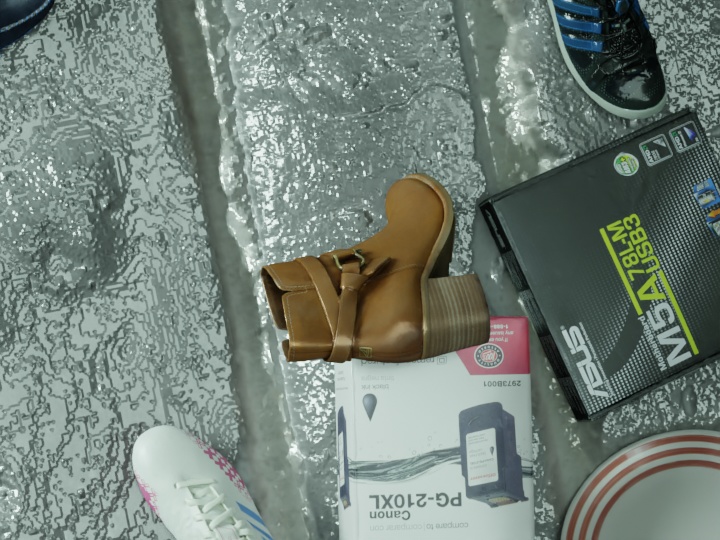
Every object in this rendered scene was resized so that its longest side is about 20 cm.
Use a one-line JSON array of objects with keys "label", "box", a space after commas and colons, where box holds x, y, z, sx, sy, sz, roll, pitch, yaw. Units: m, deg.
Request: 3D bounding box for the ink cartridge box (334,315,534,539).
[{"label": "ink cartridge box", "box": [0.057, 0.138, 1.352, 0.144, 0.084, 0.200, -1, 85, -9]}]

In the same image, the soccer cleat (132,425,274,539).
[{"label": "soccer cleat", "box": [-0.101, 0.201, 1.318, 0.070, 0.086, 0.200, -36, 92, -11]}]

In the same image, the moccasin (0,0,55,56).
[{"label": "moccasin", "box": [-0.327, -0.188, 1.319, 0.200, 0.068, 0.081, -23, 90, -11]}]

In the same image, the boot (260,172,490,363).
[{"label": "boot", "box": [0.000, 0.000, 1.313, 0.155, 0.077, 0.200, -7, 45, -10]}]

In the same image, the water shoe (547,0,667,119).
[{"label": "water shoe", "box": [0.194, -0.215, 1.408, 0.071, 0.079, 0.200, -29, 91, -11]}]

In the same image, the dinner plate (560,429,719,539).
[{"label": "dinner plate", "box": [0.257, 0.217, 1.361, 0.200, 0.024, 0.200, -12, 51, 14]}]

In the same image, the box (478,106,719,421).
[{"label": "box", "box": [0.224, -0.005, 1.413, 0.193, 0.048, 0.200, -23, 89, -13]}]
